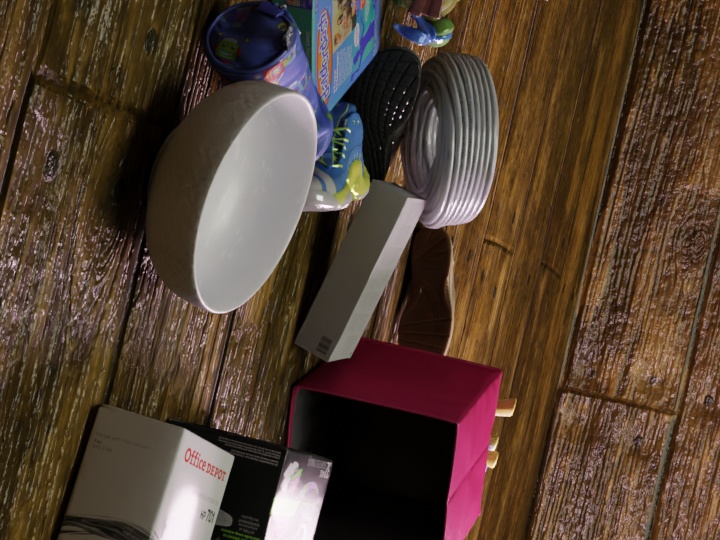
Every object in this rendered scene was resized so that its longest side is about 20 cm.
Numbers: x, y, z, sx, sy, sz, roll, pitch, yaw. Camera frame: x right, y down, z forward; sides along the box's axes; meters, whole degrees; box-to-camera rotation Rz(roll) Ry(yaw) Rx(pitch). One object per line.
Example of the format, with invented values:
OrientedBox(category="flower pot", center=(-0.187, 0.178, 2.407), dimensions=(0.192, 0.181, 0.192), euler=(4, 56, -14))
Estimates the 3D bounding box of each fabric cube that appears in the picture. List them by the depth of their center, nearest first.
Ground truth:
OrientedBox(category="fabric cube", center=(0.036, 0.212, 1.961), dimensions=(0.199, 0.196, 0.200), euler=(-39, 137, -67))

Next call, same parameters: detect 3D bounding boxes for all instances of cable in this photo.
OrientedBox(category="cable", center=(0.100, -0.146, 1.923), dimensions=(0.200, 0.069, 0.200), euler=(135, -44, -69))

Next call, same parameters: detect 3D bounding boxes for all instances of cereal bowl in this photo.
OrientedBox(category="cereal bowl", center=(-0.119, -0.069, 1.422), dimensions=(0.200, 0.083, 0.200), euler=(-52, 154, -38))

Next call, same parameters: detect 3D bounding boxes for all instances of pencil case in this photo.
OrientedBox(category="pencil case", center=(-0.077, -0.167, 1.516), dimensions=(0.087, 0.078, 0.200), euler=(-50, 158, -11))

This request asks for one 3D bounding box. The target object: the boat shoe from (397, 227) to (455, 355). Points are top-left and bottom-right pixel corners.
OrientedBox(category="boat shoe", center=(0.095, 0.044, 2.242), dimensions=(0.065, 0.071, 0.200), euler=(16, 83, -77))

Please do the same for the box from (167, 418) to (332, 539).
OrientedBox(category="box", center=(-0.124, 0.254, 1.587), dimensions=(0.149, 0.124, 0.200), euler=(33, 71, -71))

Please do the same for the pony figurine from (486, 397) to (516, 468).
OrientedBox(category="pony figurine", center=(0.080, 0.196, 2.166), dimensions=(0.193, 0.200, 0.167), euler=(106, 0, -56))

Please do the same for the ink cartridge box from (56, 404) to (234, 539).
OrientedBox(category="ink cartridge box", center=(-0.189, 0.229, 1.426), dimensions=(0.146, 0.086, 0.200), euler=(49, 57, -70))

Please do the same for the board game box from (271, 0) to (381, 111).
OrientedBox(category="board game box", center=(-0.031, -0.246, 1.673), dimensions=(0.200, 0.045, 0.152), euler=(-56, 154, -53))

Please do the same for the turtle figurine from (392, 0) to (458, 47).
OrientedBox(category="turtle figurine", center=(0.075, -0.345, 1.788), dimensions=(0.200, 0.144, 0.194), euler=(-33, 122, -40))

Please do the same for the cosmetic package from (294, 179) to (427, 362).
OrientedBox(category="cosmetic package", center=(0.000, 0.000, 1.865), dimensions=(0.200, 0.051, 0.083), euler=(-64, 163, 7))

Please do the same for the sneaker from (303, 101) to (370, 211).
OrientedBox(category="sneaker", center=(-0.041, -0.116, 1.713), dimensions=(0.200, 0.076, 0.105), euler=(-34, 123, -77))

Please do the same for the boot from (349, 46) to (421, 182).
OrientedBox(category="boot", center=(0.031, -0.191, 1.877), dimensions=(0.131, 0.068, 0.200), euler=(-65, 175, -47))
